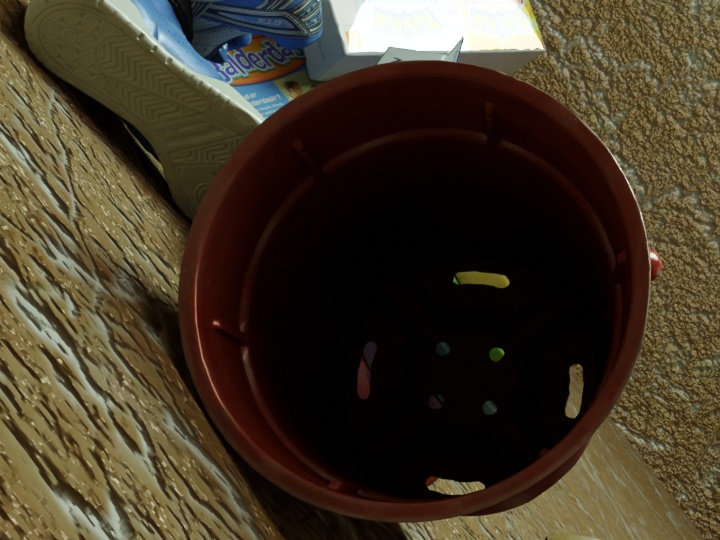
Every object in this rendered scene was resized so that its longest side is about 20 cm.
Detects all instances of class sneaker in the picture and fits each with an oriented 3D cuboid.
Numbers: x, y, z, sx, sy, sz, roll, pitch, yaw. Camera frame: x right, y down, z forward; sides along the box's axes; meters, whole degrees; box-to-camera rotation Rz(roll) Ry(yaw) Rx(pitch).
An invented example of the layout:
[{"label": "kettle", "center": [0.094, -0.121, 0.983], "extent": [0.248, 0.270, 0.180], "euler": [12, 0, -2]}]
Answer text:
[{"label": "sneaker", "center": [-0.105, -0.105, 0.793], "extent": [0.200, 0.077, 0.111], "euler": [42, 21, -24]}, {"label": "sneaker", "center": [-0.110, -0.167, 0.855], "extent": [0.199, 0.077, 0.085], "euler": [9, -45, 31]}]

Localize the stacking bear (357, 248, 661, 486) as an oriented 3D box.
[{"label": "stacking bear", "center": [0.085, 0.030, 0.832], "extent": [0.122, 0.200, 0.114], "euler": [50, 8, -16]}]

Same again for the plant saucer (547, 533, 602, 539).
[{"label": "plant saucer", "center": [0.224, 0.286, 1.101], "extent": [0.200, 0.035, 0.200], "euler": [51, 8, -10]}]

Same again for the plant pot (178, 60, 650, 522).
[{"label": "plant pot", "center": [0.039, 0.033, 0.660], "extent": [0.201, 0.201, 0.195], "euler": [55, 0, 21]}]

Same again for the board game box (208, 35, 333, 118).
[{"label": "board game box", "center": [-0.032, -0.080, 0.909], "extent": [0.152, 0.045, 0.200], "euler": [-20, 65, -42]}]

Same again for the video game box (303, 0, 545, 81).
[{"label": "video game box", "center": [0.026, -0.228, 0.978], "extent": [0.200, 0.047, 0.183], "euler": [-9, 79, -40]}]

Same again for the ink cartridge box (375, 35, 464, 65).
[{"label": "ink cartridge box", "center": [0.003, -0.059, 0.804], "extent": [0.039, 0.100, 0.200], "euler": [23, 42, 10]}]
